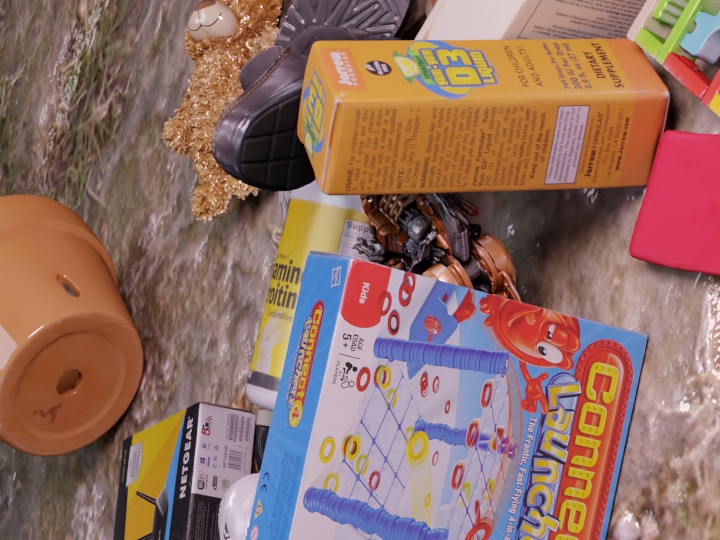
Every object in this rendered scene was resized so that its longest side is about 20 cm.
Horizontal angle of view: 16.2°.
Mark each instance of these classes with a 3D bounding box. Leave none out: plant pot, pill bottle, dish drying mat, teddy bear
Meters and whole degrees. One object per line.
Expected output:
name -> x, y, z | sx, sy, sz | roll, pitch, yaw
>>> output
plant pot -> -0.267, 0.058, 2.066 | 0.140, 0.199, 0.201 | 40, 114, 43
pill bottle -> 0.000, 0.000, 1.624 | 0.112, 0.111, 0.202 | 9, 86, 64
dish drying mat -> 0.207, -0.032, 1.336 | 0.200, 0.018, 0.077 | 14, 87, 65
teddy bear -> -0.103, -0.134, 1.948 | 0.145, 0.066, 0.202 | -14, 65, 58

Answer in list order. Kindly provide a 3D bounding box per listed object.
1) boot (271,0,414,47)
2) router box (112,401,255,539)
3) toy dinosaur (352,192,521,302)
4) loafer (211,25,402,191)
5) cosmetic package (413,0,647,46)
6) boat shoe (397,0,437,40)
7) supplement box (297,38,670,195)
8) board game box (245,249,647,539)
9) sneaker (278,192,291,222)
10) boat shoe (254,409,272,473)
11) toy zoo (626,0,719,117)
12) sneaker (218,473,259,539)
boot -> 0.006, -0.178, 1.677 | 0.165, 0.066, 0.200 | -46, 1, 31
router box -> -0.136, 0.211, 1.856 | 0.149, 0.051, 0.202 | -30, 52, 58
toy dinosaur -> 0.050, 0.010, 1.491 | 0.136, 0.101, 0.201 | 108, 149, -64
loafer -> -0.042, -0.099, 1.499 | 0.072, 0.200, 0.073 | 22, 114, 19
cosmetic package -> 0.111, -0.156, 1.483 | 0.201, 0.105, 0.071 | -56, 42, 31
boat shoe -> 0.077, -0.157, 1.596 | 0.200, 0.071, 0.076 | -48, 37, 44
supplement box -> 0.069, -0.088, 1.424 | 0.067, 0.198, 0.069 | -113, 24, -50
board game box -> 0.045, 0.109, 1.386 | 0.056, 0.195, 0.202 | 5, 82, 63
sneaker -> -0.020, -0.033, 1.748 | 0.088, 0.075, 0.202 | 118, 157, -61
boat shoe -> -0.024, 0.132, 1.631 | 0.200, 0.071, 0.068 | -178, 102, -73
toy zoo -> 0.221, -0.142, 1.341 | 0.132, 0.020, 0.200 | -60, 29, 15
sneaker -> -0.010, 0.193, 1.526 | 0.201, 0.075, 0.115 | 60, 143, 19
